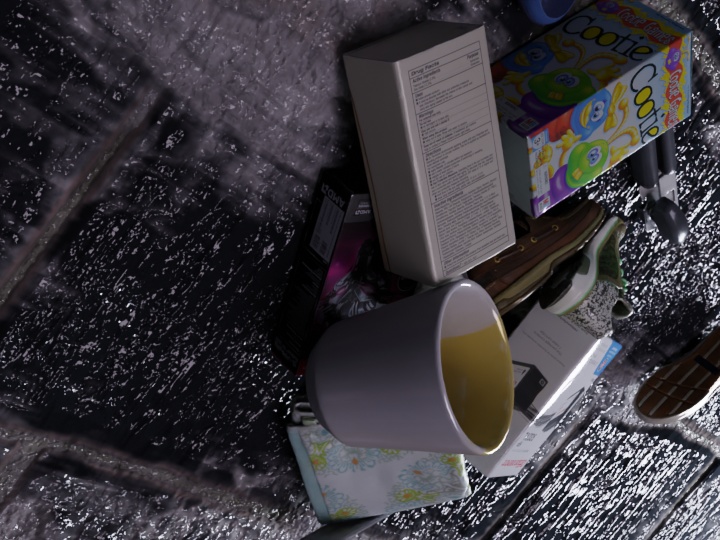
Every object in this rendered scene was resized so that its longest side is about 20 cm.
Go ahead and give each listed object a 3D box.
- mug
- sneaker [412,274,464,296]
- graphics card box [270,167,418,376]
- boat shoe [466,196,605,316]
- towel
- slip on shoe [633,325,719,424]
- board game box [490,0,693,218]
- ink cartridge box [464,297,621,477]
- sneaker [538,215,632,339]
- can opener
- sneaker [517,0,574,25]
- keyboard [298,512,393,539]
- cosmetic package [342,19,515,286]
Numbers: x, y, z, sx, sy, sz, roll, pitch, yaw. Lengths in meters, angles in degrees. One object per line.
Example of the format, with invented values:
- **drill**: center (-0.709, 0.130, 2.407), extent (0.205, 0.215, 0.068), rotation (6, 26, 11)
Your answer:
- **mug**: center (0.043, 0.109, 1.057), extent (0.149, 0.153, 0.187), rotation (-52, 125, -54)
- **sneaker**: center (0.094, 0.042, 1.161), extent (0.077, 0.080, 0.200), rotation (-60, 163, -11)
- **graphics card box**: center (0.000, 0.000, 1.110), extent (0.125, 0.051, 0.201), rotation (-6, 125, -39)
- **boat shoe**: center (0.183, -0.029, 1.230), extent (0.200, 0.068, 0.072), rotation (-38, 176, -36)
- **towel**: center (0.022, 0.189, 1.231), extent (0.171, 0.048, 0.200), rotation (-8, 136, 4)
- **slip on shoe**: center (0.454, 0.150, 1.634), extent (0.200, 0.076, 0.061), rotation (-39, 152, -20)
- **board game box**: center (0.202, -0.159, 1.116), extent (0.200, 0.105, 0.103), rotation (-33, 138, -17)
- **ink cartridge box**: center (0.191, 0.131, 1.337), extent (0.200, 0.084, 0.145), rotation (-52, 159, 6)
- **sneaker**: center (0.255, 0.013, 1.275), extent (0.077, 0.089, 0.200), rotation (-38, -175, 38)
- **can opener**: center (0.334, -0.108, 1.306), extent (0.053, 0.067, 0.200), rotation (-37, 140, -13)
- **sneaker**: center (0.194, -0.296, 1.011), extent (0.074, 0.082, 0.200), rotation (-8, 129, -39)
- **keyboard**: center (0.004, 0.272, 1.311), extent (0.200, 0.056, 0.011), rotation (-18, 99, -49)
- **cosmetic package**: center (0.061, -0.100, 1.011), extent (0.103, 0.073, 0.201), rotation (-27, 118, -31)
